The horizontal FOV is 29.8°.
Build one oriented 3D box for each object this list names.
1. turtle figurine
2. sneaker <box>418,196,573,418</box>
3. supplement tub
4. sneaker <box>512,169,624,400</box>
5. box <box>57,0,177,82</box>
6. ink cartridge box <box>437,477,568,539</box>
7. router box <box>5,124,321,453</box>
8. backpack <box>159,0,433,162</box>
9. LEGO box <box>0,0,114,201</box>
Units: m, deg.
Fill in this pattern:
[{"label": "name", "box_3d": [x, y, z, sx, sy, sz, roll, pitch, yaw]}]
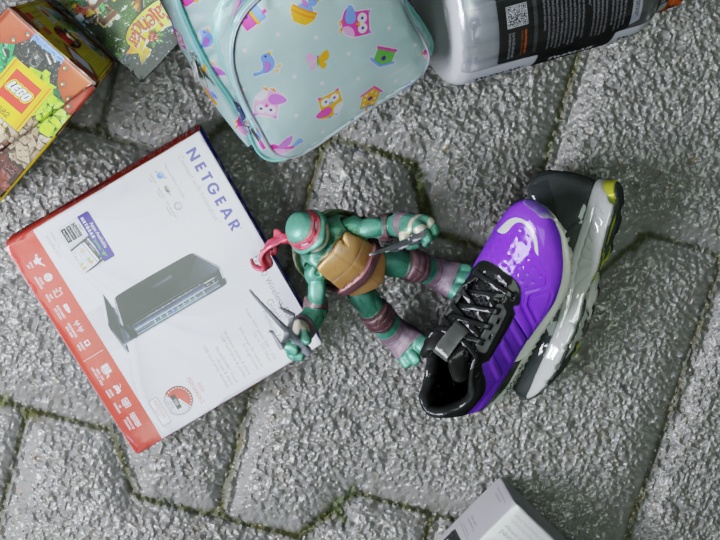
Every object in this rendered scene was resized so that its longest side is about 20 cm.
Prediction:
[{"label": "turtle figurine", "box_3d": [0.000, 0.000, 1.052, 0.150, 0.101, 0.199, -43, 140, 17]}, {"label": "sneaker", "box_3d": [0.098, 0.041, 1.063, 0.099, 0.069, 0.202, -19, 136, -45]}, {"label": "supplement tub", "box_3d": [0.143, -0.223, 1.027, 0.197, 0.122, 0.124, -16, 104, -12]}, {"label": "sneaker", "box_3d": [0.155, 0.008, 1.123, 0.084, 0.074, 0.202, 23, 108, 18]}, {"label": "box", "box_3d": [-0.149, -0.266, 1.035, 0.136, 0.038, 0.200, 43, 95, -13]}, {"label": "ink cartridge box", "box_3d": [0.096, 0.295, 1.170, 0.116, 0.068, 0.200, 43, 95, -13]}, {"label": "router box", "box_3d": [-0.156, 0.015, 1.090, 0.178, 0.049, 0.201, -30, 104, 1]}, {"label": "backpack", "box_3d": [-0.053, -0.196, 0.979, 0.175, 0.154, 0.201, -32, 121, 0]}, {"label": "LEGO box", "box_3d": [-0.257, -0.112, 0.973, 0.077, 0.200, 0.149, 40, 95, -13]}]
